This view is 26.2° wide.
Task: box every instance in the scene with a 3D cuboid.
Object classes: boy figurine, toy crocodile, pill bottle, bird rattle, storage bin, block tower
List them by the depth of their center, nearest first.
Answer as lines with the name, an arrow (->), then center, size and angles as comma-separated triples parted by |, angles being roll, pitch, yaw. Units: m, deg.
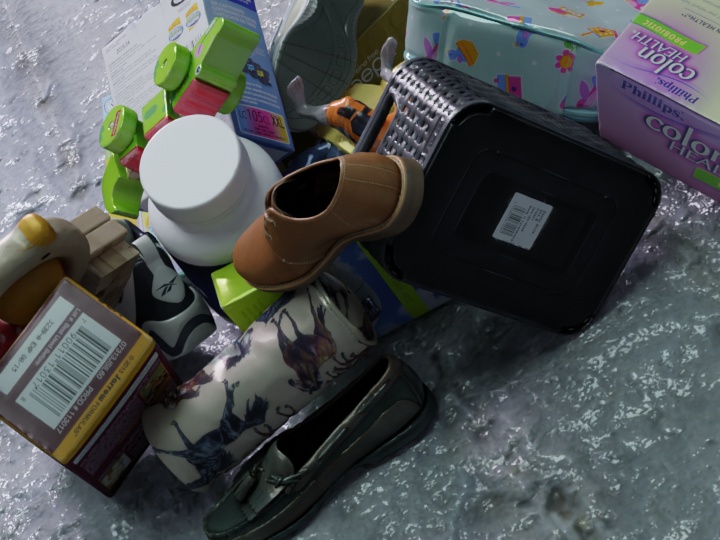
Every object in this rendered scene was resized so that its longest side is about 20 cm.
storage bin -> 0.098, -0.051, 1.104 | 0.136, 0.199, 0.094 | -62, 36, 14
bird rattle -> -0.261, 0.033, 1.145 | 0.163, 0.200, 0.113 | -44, 67, -1
pill bottle -> -0.105, -0.040, 1.246 | 0.110, 0.200, 0.112 | -6, 63, 12
toy crocodile -> -0.150, -0.123, 1.248 | 0.200, 0.067, 0.062 | -45, 39, 28
block tower -> -0.243, 0.046, 1.262 | 0.054, 0.200, 0.058 | 36, 36, 11
boy figurine -> 0.001, -0.122, 1.387 | 0.200, 0.065, 0.124 | -45, 43, -16

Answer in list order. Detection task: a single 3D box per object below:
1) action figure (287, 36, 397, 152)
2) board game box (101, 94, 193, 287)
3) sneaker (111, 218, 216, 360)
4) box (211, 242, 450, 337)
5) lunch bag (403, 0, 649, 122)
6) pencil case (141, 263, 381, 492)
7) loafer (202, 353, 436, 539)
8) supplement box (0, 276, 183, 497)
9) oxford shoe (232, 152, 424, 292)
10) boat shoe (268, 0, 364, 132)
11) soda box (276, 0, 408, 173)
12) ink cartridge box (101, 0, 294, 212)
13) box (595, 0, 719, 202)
action figure -> 0.061, -0.110, 1.290 | 0.200, 0.105, 0.193 | -18, 54, -43
board game box -> -0.170, -0.083, 1.424 | 0.134, 0.034, 0.201 | -16, 68, 24
sneaker -> -0.219, 0.009, 1.332 | 0.079, 0.130, 0.199 | -36, 22, -30
box -> 0.000, 0.000, 1.205 | 0.199, 0.122, 0.048 | -29, 46, 9
lunch bag -> 0.147, -0.195, 1.281 | 0.199, 0.077, 0.160 | 18, 32, 17
pencil case -> -0.077, 0.079, 1.148 | 0.200, 0.078, 0.090 | -42, 27, 17
loafer -> -0.040, 0.131, 1.142 | 0.200, 0.063, 0.072 | -35, 37, -1
supplement box -> -0.207, 0.095, 1.185 | 0.085, 0.200, 0.111 | 35, 78, 10
oxford shoe -> -0.042, -0.039, 1.058 | 0.200, 0.071, 0.072 | -30, 56, 51
boat shoe -> -0.044, -0.207, 1.406 | 0.065, 0.074, 0.203 | -35, 37, 57
soda box -> -0.027, -0.180, 1.467 | 0.200, 0.068, 0.064 | -47, 38, -15
ink cartridge box -> -0.148, -0.165, 1.357 | 0.136, 0.076, 0.201 | -31, 64, 33
box -> 0.300, -0.151, 1.119 | 0.176, 0.097, 0.200 | 32, 69, 26
